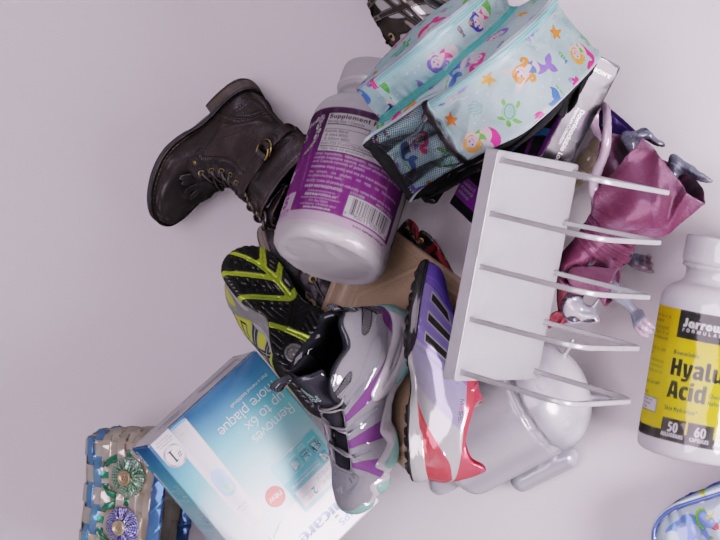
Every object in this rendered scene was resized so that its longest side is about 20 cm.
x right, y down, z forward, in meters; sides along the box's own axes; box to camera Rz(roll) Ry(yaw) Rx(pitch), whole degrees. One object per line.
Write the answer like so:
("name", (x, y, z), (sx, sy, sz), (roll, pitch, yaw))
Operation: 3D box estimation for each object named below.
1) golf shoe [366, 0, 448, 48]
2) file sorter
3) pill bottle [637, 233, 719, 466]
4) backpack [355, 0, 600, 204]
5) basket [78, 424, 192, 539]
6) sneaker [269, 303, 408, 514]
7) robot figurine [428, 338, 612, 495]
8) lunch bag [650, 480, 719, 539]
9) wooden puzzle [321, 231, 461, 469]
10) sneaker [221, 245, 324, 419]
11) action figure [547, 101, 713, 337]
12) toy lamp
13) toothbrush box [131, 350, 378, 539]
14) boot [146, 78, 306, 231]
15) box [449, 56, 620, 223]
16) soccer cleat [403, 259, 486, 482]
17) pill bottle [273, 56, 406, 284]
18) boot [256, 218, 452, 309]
("golf shoe", (0.033, -0.265, 1.703), (0.199, 0.078, 0.095), (27, 100, 24))
("file sorter", (0.176, 0.008, 1.464), (0.124, 0.138, 0.202), (14, 96, 36))
("pill bottle", (0.322, 0.072, 1.546), (0.111, 0.111, 0.202), (10, 92, 24))
("backpack", (0.109, -0.170, 1.517), (0.199, 0.178, 0.151), (-22, 107, 45))
("basket", (-0.188, 0.242, 1.761), (0.198, 0.139, 0.178), (4, 91, 5))
("sneaker", (-0.029, 0.125, 1.559), (0.077, 0.139, 0.202), (11, 93, 47))
("robot figurine", (0.138, 0.139, 1.626), (0.199, 0.113, 0.170), (-30, 115, 21))
("lunch bag", (0.374, 0.257, 1.534), (0.199, 0.082, 0.162), (-24, 81, 22))
("wooden puzzle", (0.037, 0.069, 1.626), (0.200, 0.037, 0.186), (35, 111, 42))
("sneaker", (-0.068, 0.066, 1.673), (0.075, 0.077, 0.201), (-25, 64, -17))
("action figure", (0.225, -0.031, 1.554), (0.149, 0.134, 0.200), (35, 101, -10))
("toy lamp", (0.190, -0.067, 1.640), (0.058, 0.058, 0.200), (45, 106, 18))
("toothbrush box", (-0.104, 0.203, 1.681), (0.146, 0.085, 0.200), (-41, 98, -19))
("boot", (-0.129, -0.093, 1.741), (0.200, 0.069, 0.174), (-53, 44, 13))
("box", (0.163, -0.127, 1.615), (0.036, 0.143, 0.201), (25, 100, -21))
("soccer cleat", (0.077, 0.091, 1.528), (0.073, 0.068, 0.202), (0, 88, 8))
("pill bottle", (-0.004, -0.098, 1.612), (0.112, 0.112, 0.201), (7, 66, 24))
("boot", (0.000, 0.000, 1.714), (0.150, 0.073, 0.201), (-39, 78, 20))
